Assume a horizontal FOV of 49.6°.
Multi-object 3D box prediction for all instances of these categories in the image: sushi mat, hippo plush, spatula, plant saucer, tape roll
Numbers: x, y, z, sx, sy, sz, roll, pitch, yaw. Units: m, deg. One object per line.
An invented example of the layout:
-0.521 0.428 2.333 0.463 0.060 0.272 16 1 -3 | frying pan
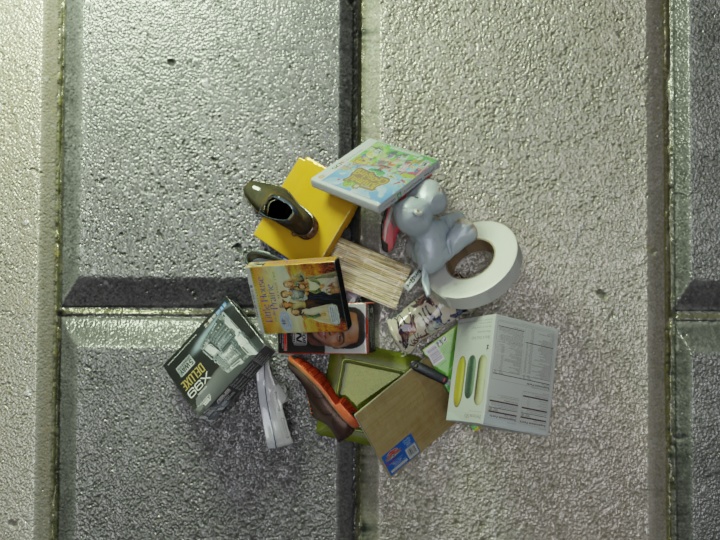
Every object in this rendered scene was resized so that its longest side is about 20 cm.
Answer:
0.000 0.000 1.603 0.196 0.012 0.098 22 89 2 | sushi mat
0.115 -0.088 1.537 0.200 0.158 0.162 -46 119 -16 | hippo plush
0.188 0.230 1.586 0.197 0.021 0.058 28 89 -11 | spatula
0.017 0.262 1.614 0.194 0.048 0.206 11 89 3 | plant saucer
0.224 -0.012 1.552 0.200 0.204 0.037 -34 130 2 | tape roll

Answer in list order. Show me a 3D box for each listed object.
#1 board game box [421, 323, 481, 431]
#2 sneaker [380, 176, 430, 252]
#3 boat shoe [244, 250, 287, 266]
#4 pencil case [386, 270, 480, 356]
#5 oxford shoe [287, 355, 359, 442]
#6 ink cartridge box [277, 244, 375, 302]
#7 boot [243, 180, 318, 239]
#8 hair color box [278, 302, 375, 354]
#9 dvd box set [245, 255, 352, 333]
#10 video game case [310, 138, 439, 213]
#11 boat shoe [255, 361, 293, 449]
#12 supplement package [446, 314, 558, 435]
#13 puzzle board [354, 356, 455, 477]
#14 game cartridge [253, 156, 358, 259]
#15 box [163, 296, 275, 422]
0.219 0.222 1.617 0.094 0.030 0.202 -33 85 2 | board game box
0.095 -0.132 1.610 0.085 0.074 0.205 15 89 1 | sneaker
-0.156 0.017 1.584 0.196 0.061 0.077 18 61 24 | boat shoe
0.147 0.091 1.598 0.198 0.078 0.090 -34 70 1 | pencil case
-0.087 0.257 1.567 0.200 0.071 0.073 46 101 11 | oxford shoe
-0.072 -0.013 1.631 0.198 0.039 0.101 34 91 4 | ink cartridge box
-0.177 -0.140 1.574 0.198 0.097 0.076 32 89 25 | boot
-0.070 0.117 1.589 0.195 0.061 0.105 -3 88 19 | hair color box
-0.122 0.051 1.533 0.195 0.029 0.150 -3 110 21 | dvd box set
0.028 -0.193 1.541 0.198 0.022 0.181 25 51 40 | video game case
-0.179 0.265 1.617 0.064 0.074 0.206 -9 94 -9 | boat shoe
0.274 0.204 1.517 0.147 0.151 0.206 13 78 -20 | supplement package
0.097 0.295 1.579 0.198 0.017 0.153 -34 103 -22 | puzzle board
-0.106 -0.116 1.611 0.174 0.032 0.203 32 89 25 | game cartridge
-0.290 0.181 1.595 0.200 0.050 0.158 -46 57 1 | box
